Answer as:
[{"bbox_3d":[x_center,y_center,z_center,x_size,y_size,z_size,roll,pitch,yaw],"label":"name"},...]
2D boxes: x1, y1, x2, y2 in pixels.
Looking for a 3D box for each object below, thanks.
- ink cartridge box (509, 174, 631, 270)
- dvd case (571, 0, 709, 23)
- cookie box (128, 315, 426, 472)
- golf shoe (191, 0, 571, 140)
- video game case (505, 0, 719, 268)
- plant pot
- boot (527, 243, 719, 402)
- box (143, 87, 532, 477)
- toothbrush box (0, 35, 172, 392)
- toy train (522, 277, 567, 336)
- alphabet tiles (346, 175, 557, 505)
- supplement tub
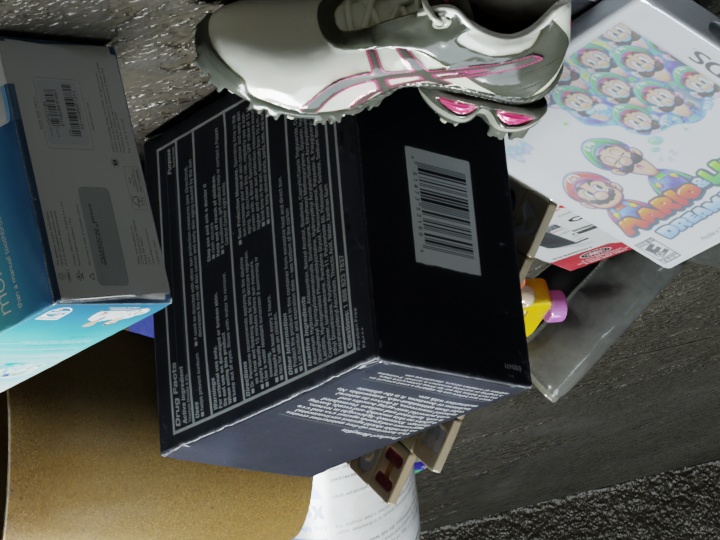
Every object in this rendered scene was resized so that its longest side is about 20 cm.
[{"bbox_3d":[0.156,-0.072,1.619,0.143,0.084,0.200,-20,164,21],"label":"ink cartridge box"},{"bbox_3d":[0.129,-0.164,1.345,0.149,0.025,0.200,-14,166,-4],"label":"dvd case"},{"bbox_3d":[-0.063,0.085,1.834,0.199,0.172,0.075,-1,159,-45],"label":"cookie box"},{"bbox_3d":[0.013,-0.126,1.276,0.198,0.078,0.088,2,143,-17],"label":"golf shoe"},{"bbox_3d":[0.173,-0.081,1.432,0.181,0.024,0.200,29,148,-21],"label":"video game case"},{"bbox_3d":[-0.135,0.116,1.489,0.198,0.188,0.186,3,162,-19],"label":"plant pot"},{"bbox_3d":[0.197,0.015,1.745,0.200,0.182,0.073,-41,123,4],"label":"boot"},{"bbox_3d":[-0.018,-0.007,1.402,0.123,0.202,0.198,12,155,-39],"label":"box"},{"bbox_3d":[-0.206,-0.018,1.313,0.085,0.148,0.199,0,161,-46],"label":"toothbrush box"},{"bbox_3d":[0.056,0.023,1.723,0.150,0.056,0.200,11,146,-42],"label":"toy train"},{"bbox_3d":[0.040,0.031,1.456,0.008,0.201,0.167,21,-173,-25],"label":"alphabet tiles"},{"bbox_3d":[-0.030,0.114,1.662,0.131,0.201,0.132,-5,-150,3],"label":"supplement tub"}]
